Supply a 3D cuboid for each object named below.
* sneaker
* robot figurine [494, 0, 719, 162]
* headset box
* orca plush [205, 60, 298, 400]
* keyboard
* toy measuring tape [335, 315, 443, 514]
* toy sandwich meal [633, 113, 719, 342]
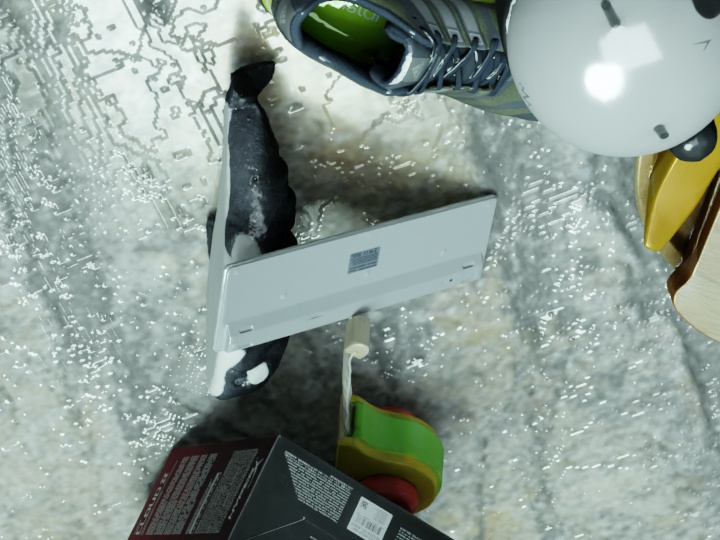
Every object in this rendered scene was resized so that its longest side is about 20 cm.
[{"bbox_3d":[0.038,-0.119,1.174,0.199,0.081,0.074,14,120,-10],"label":"sneaker"},{"bbox_3d":[0.131,-0.142,1.092,0.149,0.200,0.125,17,119,-11],"label":"robot figurine"},{"bbox_3d":[-0.044,0.170,1.300,0.148,0.078,0.200,33,160,-19],"label":"headset box"},{"bbox_3d":[-0.049,-0.020,1.233,0.071,0.105,0.202,-1,100,-13],"label":"orca plush"},{"bbox_3d":[0.000,0.000,1.220,0.199,0.011,0.057,-16,123,-37],"label":"keyboard"},{"bbox_3d":[0.020,0.097,1.293,0.073,0.074,0.201,2,141,-2],"label":"toy measuring tape"},{"bbox_3d":[0.248,-0.044,1.230,0.203,0.070,0.206,-1,121,-1],"label":"toy sandwich meal"}]
